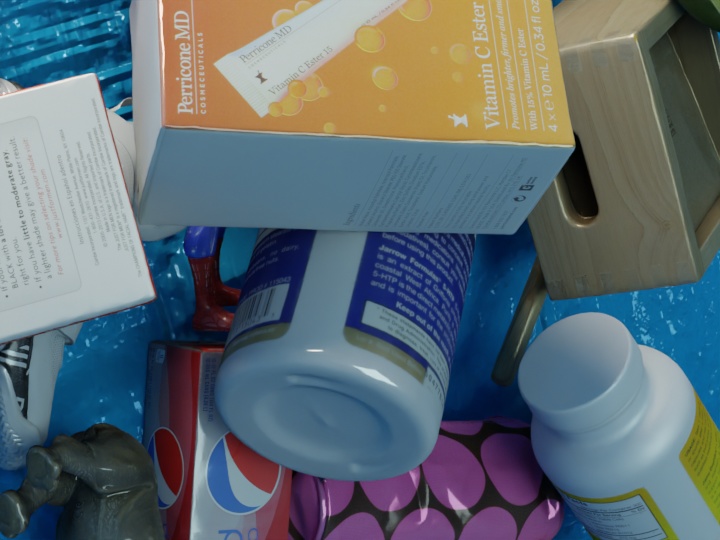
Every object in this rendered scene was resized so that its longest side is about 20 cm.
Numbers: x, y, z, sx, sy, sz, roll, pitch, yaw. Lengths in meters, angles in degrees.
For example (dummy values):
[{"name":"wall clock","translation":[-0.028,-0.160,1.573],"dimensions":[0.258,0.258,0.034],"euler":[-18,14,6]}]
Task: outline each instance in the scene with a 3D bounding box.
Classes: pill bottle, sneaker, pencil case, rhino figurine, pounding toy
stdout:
[{"name":"pill bottle","translation":[0.000,0.000,0.874],"dimensions":[0.120,0.119,0.201],"euler":[39,48,-31]},{"name":"sneaker","translation":[-0.150,0.001,0.846],"dimensions":[0.114,0.075,0.202],"euler":[-3,92,-33]},{"name":"pencil case","translation":[0.031,0.131,0.985],"dimensions":[0.199,0.091,0.094],"euler":[5,64,-38]},{"name":"pill bottle","translation":[0.171,0.116,0.990],"dimensions":[0.105,0.104,0.200],"euler":[-53,130,-20]},{"name":"rhino figurine","translation":[-0.127,0.175,0.835],"dimensions":[0.087,0.059,0.202],"euler":[-26,106,-58]},{"name":"pounding toy","translation":[0.152,-0.060,1.026],"dimensions":[0.184,0.141,0.202],"euler":[-42,119,-55]}]

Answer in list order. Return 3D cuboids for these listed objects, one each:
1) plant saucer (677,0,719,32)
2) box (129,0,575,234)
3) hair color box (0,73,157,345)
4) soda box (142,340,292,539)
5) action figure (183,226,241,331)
[{"name":"plant saucer","translation":[0.208,-0.233,1.009],"dimensions":[0.200,0.031,0.202],"euler":[32,49,-44]},{"name":"box","translation":[-0.009,-0.095,0.792],"dimensions":[0.198,0.098,0.125],"euler":[1,65,-15]},{"name":"hair color box","translation":[-0.205,-0.012,0.754],"dimensions":[0.198,0.064,0.112],"euler":[-15,90,-8]},{"name":"soda box","translation":[-0.084,0.142,0.913],"dimensions":[0.070,0.063,0.202],"euler":[2,91,-36]},{"name":"action figure","translation":[-0.079,-0.071,0.884],"dimensions":[0.065,0.051,0.202],"euler":[-64,150,-69]}]
